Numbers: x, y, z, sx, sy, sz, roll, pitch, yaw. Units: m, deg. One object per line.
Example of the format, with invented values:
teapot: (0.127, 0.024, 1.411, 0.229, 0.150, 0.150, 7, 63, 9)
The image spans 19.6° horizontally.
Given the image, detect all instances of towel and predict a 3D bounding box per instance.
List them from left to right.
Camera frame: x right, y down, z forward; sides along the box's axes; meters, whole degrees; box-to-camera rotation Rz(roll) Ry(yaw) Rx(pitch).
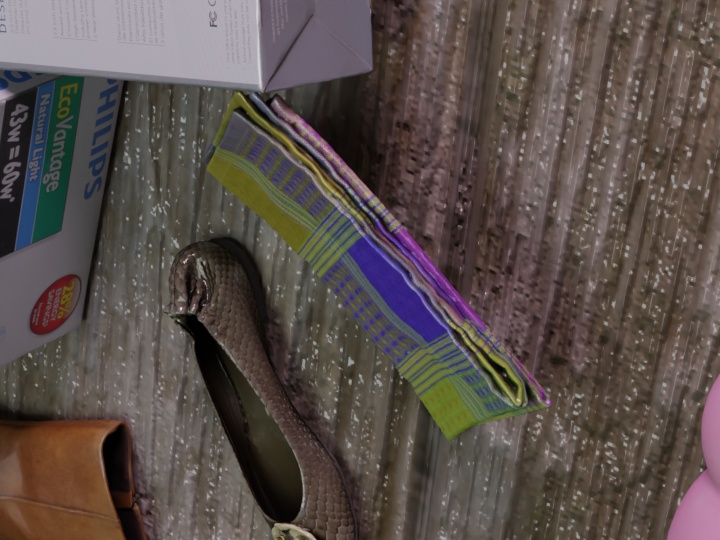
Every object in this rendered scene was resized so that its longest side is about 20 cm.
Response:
towel: (0.000, 0.000, 0.995, 0.200, 0.023, 0.144, 48, 164, -3)

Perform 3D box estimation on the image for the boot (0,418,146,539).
boot: (-0.205, 0.169, 1.296, 0.199, 0.068, 0.190, 5, 107, 30)

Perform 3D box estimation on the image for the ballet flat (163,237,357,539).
ballet flat: (-0.057, 0.080, 1.120, 0.067, 0.046, 0.201, -10, 105, 43)

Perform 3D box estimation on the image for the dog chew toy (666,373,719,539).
dog chew toy: (0.193, 0.080, 0.867, 0.124, 0.124, 0.201, 17, 113, 33)

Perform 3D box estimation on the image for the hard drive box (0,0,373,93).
hard drive box: (-0.093, -0.170, 0.975, 0.199, 0.077, 0.157, 10, 108, 42)

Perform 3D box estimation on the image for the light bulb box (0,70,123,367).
light bulb box: (-0.251, -0.071, 1.152, 0.200, 0.125, 0.199, 33, 129, 24)
